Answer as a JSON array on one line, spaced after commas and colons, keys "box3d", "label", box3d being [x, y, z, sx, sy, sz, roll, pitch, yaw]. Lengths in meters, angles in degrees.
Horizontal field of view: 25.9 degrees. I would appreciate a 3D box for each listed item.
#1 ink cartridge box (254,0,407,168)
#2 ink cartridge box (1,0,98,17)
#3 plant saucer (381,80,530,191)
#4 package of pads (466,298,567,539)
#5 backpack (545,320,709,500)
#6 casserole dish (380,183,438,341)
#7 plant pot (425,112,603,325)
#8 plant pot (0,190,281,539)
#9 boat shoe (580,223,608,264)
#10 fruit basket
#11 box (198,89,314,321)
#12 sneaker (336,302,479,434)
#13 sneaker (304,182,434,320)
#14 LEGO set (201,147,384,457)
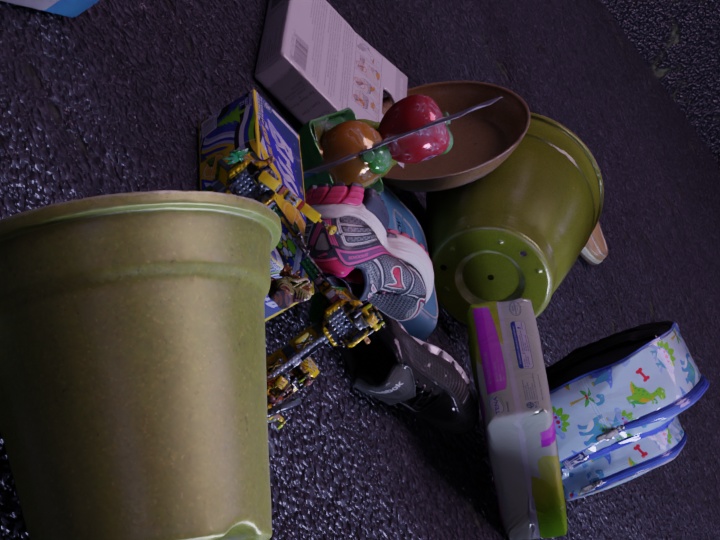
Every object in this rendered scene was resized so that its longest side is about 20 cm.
[{"box3d": [-0.027, -0.200, 1.626, 0.176, 0.045, 0.200, 42, 26, -23], "label": "ink cartridge box"}, {"box3d": [-0.240, -0.291, 1.128, 0.147, 0.146, 0.200, 64, 21, 9], "label": "ink cartridge box"}, {"box3d": [0.081, -0.135, 1.642, 0.200, 0.200, 0.035, -87, 167, -55], "label": "plant saucer"}, {"box3d": [0.149, 0.141, 1.498, 0.155, 0.068, 0.200, -96, 175, -45], "label": "package of pads"}, {"box3d": [0.273, 0.146, 1.680, 0.147, 0.200, 0.183, 61, 20, 1], "label": "backpack"}, {"box3d": [0.033, -0.012, 1.558, 0.121, 0.039, 0.200, 45, 25, -38], "label": "casserole dish"}, {"box3d": [0.153, -0.038, 1.673, 0.200, 0.200, 0.193, 53, 29, -20], "label": "plant pot"}, {"box3d": [-0.129, 0.075, 0.889, 0.200, 0.200, 0.185, 17, 59, -62], "label": "plant pot"}, {"box3d": [0.323, -0.108, 2.307, 0.200, 0.076, 0.072, 63, 20, 5], "label": "boat shoe"}, {"box3d": [0.023, -0.110, 1.438, 0.185, 0.200, 0.094, -35, 110, -70], "label": "fruit basket"}, {"box3d": [-0.088, -0.054, 1.291, 0.070, 0.064, 0.200, 45, 26, -38], "label": "box"}, {"box3d": [0.033, 0.090, 1.391, 0.200, 0.066, 0.091, 48, 27, -23], "label": "sneaker"}, {"box3d": [0.000, 0.000, 1.276, 0.200, 0.081, 0.075, 44, 48, -58], "label": "sneaker"}, {"box3d": [-0.070, 0.022, 1.102, 0.200, 0.154, 0.116, 64, -10, -23], "label": "LEGO set"}]
